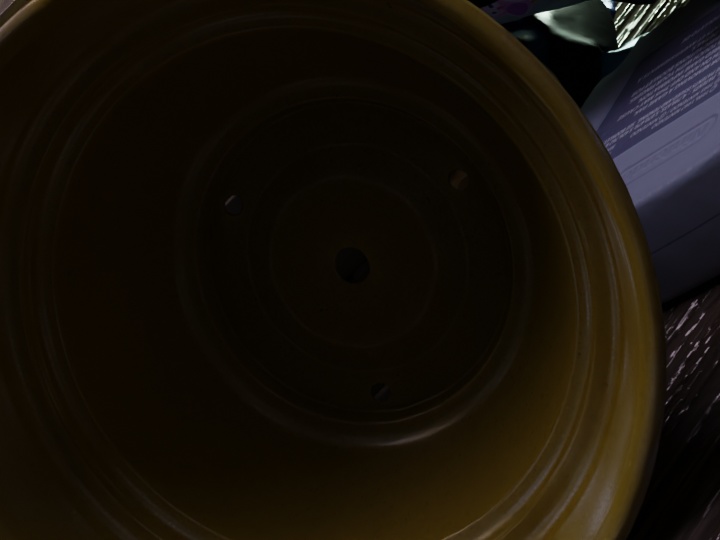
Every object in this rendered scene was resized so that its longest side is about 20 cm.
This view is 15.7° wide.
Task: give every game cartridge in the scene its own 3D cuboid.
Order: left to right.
[{"bbox_3d":[0.117,-0.052,0.768,0.133,0.041,0.200,-51,10,-35],"label":"game cartridge"}]

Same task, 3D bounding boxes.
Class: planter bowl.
[{"bbox_3d":[-0.012,0.008,0.673,0.200,0.201,0.083,-43,-1,23],"label":"planter bowl"}]

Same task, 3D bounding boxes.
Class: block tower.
[{"bbox_3d":[-0.022,-0.017,0.749,0.054,0.200,0.058,-42,17,22],"label":"block tower"}]

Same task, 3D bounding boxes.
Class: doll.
[{"bbox_3d":[0.050,-0.080,0.948,0.135,0.049,0.200,-7,23,4],"label":"doll"}]

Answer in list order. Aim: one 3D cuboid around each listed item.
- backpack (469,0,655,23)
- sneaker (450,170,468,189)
[{"bbox_3d":[0.056,-0.152,0.854,0.126,0.168,0.200,-15,-6,-45],"label":"backpack"},{"bbox_3d":[-0.031,-0.045,0.833,0.199,0.075,0.090,3,33,20],"label":"sneaker"}]
